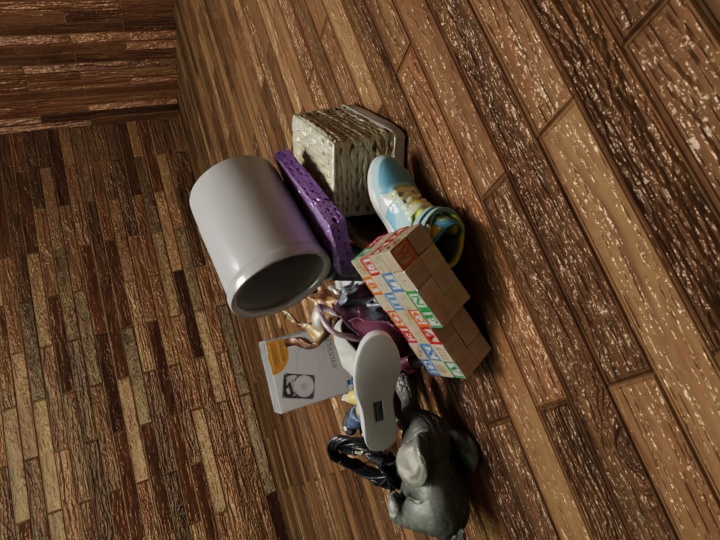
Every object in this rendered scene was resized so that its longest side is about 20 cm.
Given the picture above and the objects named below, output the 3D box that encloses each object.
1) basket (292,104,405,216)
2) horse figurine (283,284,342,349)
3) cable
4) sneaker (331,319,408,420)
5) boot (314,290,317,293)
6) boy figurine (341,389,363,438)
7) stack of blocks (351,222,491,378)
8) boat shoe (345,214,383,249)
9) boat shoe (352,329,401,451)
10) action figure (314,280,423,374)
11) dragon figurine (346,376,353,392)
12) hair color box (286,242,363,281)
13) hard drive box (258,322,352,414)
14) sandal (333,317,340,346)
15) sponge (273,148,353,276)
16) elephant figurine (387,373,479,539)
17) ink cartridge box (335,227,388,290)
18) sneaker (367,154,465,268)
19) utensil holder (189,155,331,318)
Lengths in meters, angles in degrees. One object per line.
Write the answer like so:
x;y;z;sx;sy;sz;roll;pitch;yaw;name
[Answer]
-0.026;-0.182;0.884;0.200;0.122;0.137;-133;37;-52;basket
-0.093;0.088;1.070;0.132;0.050;0.202;33;123;20;horse figurine
0.008;0.396;1.092;0.201;0.161;0.051;87;-160;-55;cable
0.020;0.170;0.924;0.202;0.072;0.085;58;150;5;sneaker
-0.098;-0.034;1.087;0.197;0.073;0.165;20;109;39;boot
0.027;0.247;1.003;0.065;0.123;0.201;-81;14;-46;boy figurine
0.086;0.045;0.703;0.201;0.058;0.115;55;156;-11;stack of blocks
-0.013;-0.089;0.963;0.201;0.070;0.065;-114;38;-50;boat shoe
0.022;0.170;0.799;0.066;0.071;0.203;-123;23;-62;boat shoe
0.042;0.112;0.836;0.201;0.147;0.135;61;180;-41;action figure
0.003;0.192;1.093;0.099;0.058;0.203;-139;41;-56;dragon figurine
-0.089;-0.042;0.961;0.198;0.098;0.062;23;100;32;hair color box
-0.108;0.209;1.188;0.077;0.197;0.158;-25;80;67;hard drive box
-0.010;0.131;1.012;0.199;0.047;0.077;15;105;57;sandal
-0.074;-0.096;0.848;0.201;0.030;0.112;52;163;37;sponge
0.103;0.280;0.807;0.153;0.141;0.204;5;100;23;elephant figurine
0.000;0.000;1.021;0.199;0.044;0.179;-157;57;-64;ink cartridge box
0.082;-0.083;0.736;0.203;0.079;0.130;66;159;3;sneaker
-0.164;-0.054;0.855;0.201;0.168;0.171;58;152;23;utensil holder
